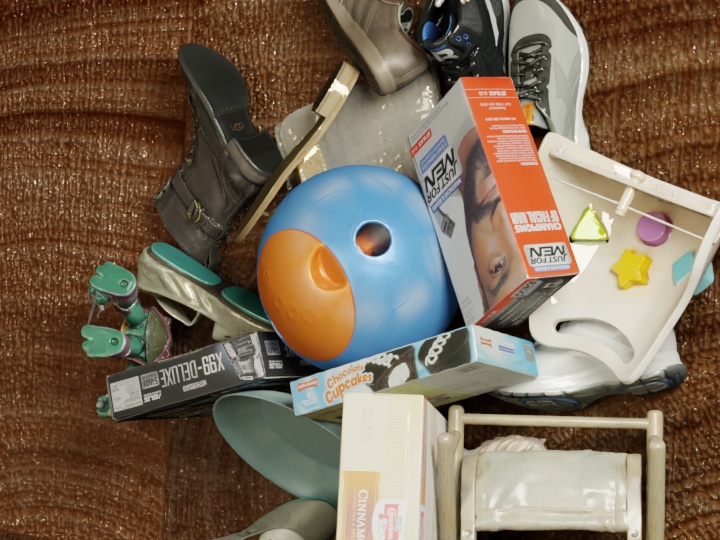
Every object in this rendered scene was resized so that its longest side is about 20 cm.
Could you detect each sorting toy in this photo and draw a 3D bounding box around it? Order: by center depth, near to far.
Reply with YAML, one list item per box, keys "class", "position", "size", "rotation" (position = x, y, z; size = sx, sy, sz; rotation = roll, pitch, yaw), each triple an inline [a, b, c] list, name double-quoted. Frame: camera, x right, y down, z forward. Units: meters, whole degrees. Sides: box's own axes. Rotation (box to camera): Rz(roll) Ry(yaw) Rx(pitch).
- class: "sorting toy"
  position: [0.230, -0.001, 1.519]
  size: [0.199, 0.107, 0.181]
  rotation: [26, 93, 39]

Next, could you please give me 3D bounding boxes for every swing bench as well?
- class: "swing bench"
  position: [0.170, 0.232, 1.519]
  size: [0.197, 0.130, 0.202]
  rotation: [1, 98, 9]

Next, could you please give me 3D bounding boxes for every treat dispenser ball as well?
- class: "treat dispenser ball"
  position: [0.000, 0.000, 1.634]
  size: [0.200, 0.200, 0.203]
  rotation: [-2, 87, 33]

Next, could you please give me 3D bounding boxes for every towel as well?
- class: "towel"
  position: [0.006, -0.121, 1.735]
  size: [0.199, 0.034, 0.134]
  rotation: [-18, 79, 30]

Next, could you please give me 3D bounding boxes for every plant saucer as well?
- class: "plant saucer"
  position: [-0.052, 0.172, 1.696]
  size: [0.200, 0.202, 0.039]
  rotation: [14, 58, 32]

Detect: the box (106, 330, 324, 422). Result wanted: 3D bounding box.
- class: "box"
  position: [-0.133, 0.108, 1.741]
  size: [0.199, 0.157, 0.050]
  rotation: [-17, 78, 30]

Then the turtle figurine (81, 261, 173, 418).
- class: "turtle figurine"
  position: [-0.250, 0.071, 1.824]
  size: [0.100, 0.200, 0.151]
  rotation: [-11, 71, -2]

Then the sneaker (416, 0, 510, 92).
- class: "sneaker"
  position: [0.096, -0.182, 1.632]
  size: [0.073, 0.112, 0.202]
  rotation: [-8, 83, 33]

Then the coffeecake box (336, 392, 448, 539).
- class: "coffeecake box"
  position: [0.032, 0.198, 1.518]
  size: [0.072, 0.200, 0.155]
  rotation: [1, 78, 10]

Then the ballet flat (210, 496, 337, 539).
- class: "ballet flat"
  position: [-0.101, 0.294, 1.762]
  size: [0.199, 0.067, 0.064]
  rotation: [-26, 30, 33]

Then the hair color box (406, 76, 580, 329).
- class: "hair color box"
  position: [0.116, -0.060, 1.541]
  size: [0.111, 0.064, 0.201]
  rotation: [-46, 56, 51]

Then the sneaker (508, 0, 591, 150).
- class: "sneaker"
  position: [0.171, -0.168, 1.603]
  size: [0.074, 0.079, 0.202]
  rotation: [-11, 81, 34]

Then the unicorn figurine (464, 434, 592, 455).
- class: "unicorn figurine"
  position: [0.101, 0.201, 1.635]
  size: [0.199, 0.074, 0.138]
  rotation: [23, 104, 29]

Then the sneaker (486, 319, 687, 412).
- class: "sneaker"
  position: [0.205, 0.080, 1.586]
  size: [0.199, 0.074, 0.088]
  rotation: [-12, 69, 25]

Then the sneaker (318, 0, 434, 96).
- class: "sneaker"
  position: [0.013, -0.251, 1.718]
  size: [0.075, 0.071, 0.201]
  rotation: [-25, 52, -6]

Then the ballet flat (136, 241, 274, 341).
- class: "ballet flat"
  position: [-0.153, 0.039, 1.804]
  size: [0.199, 0.067, 0.063]
  rotation: [30, 110, 21]

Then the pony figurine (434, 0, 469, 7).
- class: "pony figurine"
  position: [0.122, -0.340, 1.596]
  size: [0.192, 0.167, 0.200]
  rotation: [-33, 42, 4]

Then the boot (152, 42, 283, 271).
- class: "boot"
  position: [-0.175, -0.119, 1.821]
  size: [0.174, 0.069, 0.201]
  rotation: [-45, 66, 40]

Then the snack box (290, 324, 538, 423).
- class: "snack box"
  position: [0.049, 0.099, 1.567]
  size: [0.199, 0.116, 0.037]
  rotation: [-19, 70, 30]

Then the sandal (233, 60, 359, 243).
- class: "sandal"
  position: [-0.044, -0.100, 1.706]
  size: [0.069, 0.078, 0.213]
  rotation: [30, 98, -10]
